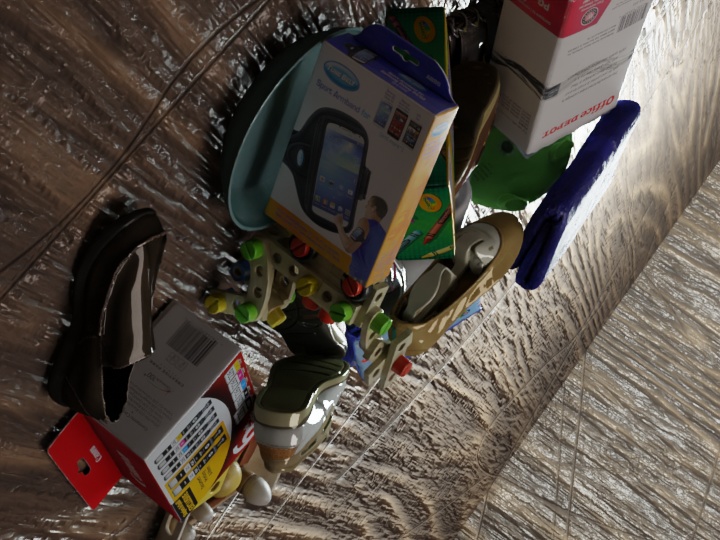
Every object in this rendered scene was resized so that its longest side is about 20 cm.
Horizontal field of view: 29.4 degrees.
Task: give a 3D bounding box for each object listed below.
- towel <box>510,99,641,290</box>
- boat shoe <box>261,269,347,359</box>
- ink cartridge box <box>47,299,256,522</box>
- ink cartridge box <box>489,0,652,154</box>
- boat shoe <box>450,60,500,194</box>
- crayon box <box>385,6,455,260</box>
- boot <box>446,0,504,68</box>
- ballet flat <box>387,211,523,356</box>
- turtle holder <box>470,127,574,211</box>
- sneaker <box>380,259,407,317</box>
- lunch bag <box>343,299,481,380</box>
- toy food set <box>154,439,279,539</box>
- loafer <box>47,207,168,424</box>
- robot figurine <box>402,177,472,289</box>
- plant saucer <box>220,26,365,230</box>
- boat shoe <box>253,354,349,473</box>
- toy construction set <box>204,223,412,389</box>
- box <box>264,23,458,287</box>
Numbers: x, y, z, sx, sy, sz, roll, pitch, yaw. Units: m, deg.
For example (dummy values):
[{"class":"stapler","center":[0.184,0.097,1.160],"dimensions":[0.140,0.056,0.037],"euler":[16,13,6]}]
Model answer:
[{"class":"towel","center":[0.229,-0.086,1.491],"dimensions":[0.200,0.049,0.148],"euler":[-51,164,-35]},{"class":"boat shoe","center":[-0.061,0.025,1.400],"dimensions":[0.200,0.075,0.074],"euler":[66,28,-61]},{"class":"ink cartridge box","center":[-0.183,0.151,1.270],"dimensions":[0.176,0.084,0.200],"euler":[-50,162,-18]},{"class":"ink cartridge box","center":[0.211,-0.236,1.391],"dimensions":[0.145,0.084,0.200],"euler":[-29,148,-30]},{"class":"boat shoe","center":[0.087,-0.112,1.347],"dimensions":[0.200,0.072,0.068],"euler":[-61,152,-24]},{"class":"crayon box","center":[0.055,-0.125,1.248],"dimensions":[0.119,0.058,0.200],"euler":[78,11,-59]},{"class":"boot","center":[0.145,-0.273,1.399],"dimensions":[0.174,0.069,0.200],"euler":[-32,144,-34]},{"class":"ballet flat","center":[0.100,0.003,1.393],"dimensions":[0.200,0.069,0.063],"euler":[-50,150,-21]},{"class":"turtle holder","center":[0.165,-0.130,1.578],"dimensions":[0.132,0.141,0.186],"euler":[-50,163,-74]},{"class":"sneaker","center":[0.000,0.000,1.349],"dimensions":[0.121,0.083,0.200],"euler":[-73,155,-52]},{"class":"lunch bag","center":[0.049,0.051,1.713],"dimensions":[0.200,0.094,0.151],"euler":[-39,160,-11]},{"class":"toy food set","center":[-0.147,0.244,1.558],"dimensions":[0.200,0.060,0.144],"euler":[-31,150,-53]},{"class":"loafer","center":[-0.186,0.040,1.088],"dimensions":[0.073,0.071,0.200],"euler":[-31,150,-51]},{"class":"robot figurine","center":[0.055,-0.051,1.470],"dimensions":[0.169,0.113,0.200],"euler":[-28,150,-28]},{"class":"plant saucer","center":[-0.059,-0.128,1.176],"dimensions":[0.200,0.036,0.200],"euler":[-47,160,-23]},{"class":"boat shoe","center":[-0.062,0.137,1.357],"dimensions":[0.200,0.075,0.069],"euler":[-39,136,-69]},{"class":"toy construction set","center":[-0.037,0.028,1.241],"dimensions":[0.131,0.200,0.092],"euler":[-65,170,27]},{"class":"box","center":[0.000,-0.098,1.129],"dimensions":[0.041,0.119,0.200],"euler":[-30,149,-47]}]
